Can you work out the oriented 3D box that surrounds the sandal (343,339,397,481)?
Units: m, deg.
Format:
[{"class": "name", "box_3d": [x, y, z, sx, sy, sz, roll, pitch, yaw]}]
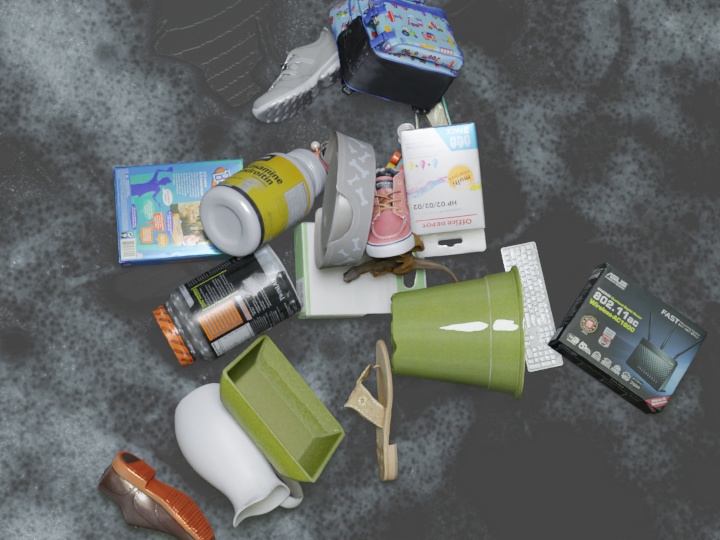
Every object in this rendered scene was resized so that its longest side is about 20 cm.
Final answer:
[{"class": "sandal", "box_3d": [0.010, 0.212, 1.701, 0.069, 0.078, 0.212, -4, 85, -12]}]

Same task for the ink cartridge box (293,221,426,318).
[{"class": "ink cartridge box", "box_3d": [0.000, 0.000, 1.753, 0.199, 0.048, 0.146, 0, 80, -21]}]

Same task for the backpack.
[{"class": "backpack", "box_3d": [0.049, -0.361, 1.745, 0.182, 0.135, 0.200, 10, 49, -31]}]

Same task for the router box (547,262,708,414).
[{"class": "router box", "box_3d": [0.415, 0.107, 1.757, 0.200, 0.062, 0.150, 35, 76, -1]}]

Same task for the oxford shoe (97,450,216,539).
[{"class": "oxford shoe", "box_3d": [-0.298, 0.355, 1.663, 0.200, 0.071, 0.073, 40, 99, 7]}]

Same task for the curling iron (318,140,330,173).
[{"class": "curling iron", "box_3d": [-0.003, -0.112, 1.732, 0.049, 0.026, 0.200, -28, 92, 9]}]

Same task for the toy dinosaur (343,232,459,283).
[{"class": "toy dinosaur", "box_3d": [0.072, -0.013, 1.716, 0.199, 0.106, 0.061, 1, 70, -12]}]

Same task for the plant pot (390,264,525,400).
[{"class": "plant pot", "box_3d": [0.139, 0.092, 1.680, 0.189, 0.200, 0.201, 0, 80, 1]}]

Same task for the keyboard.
[{"class": "keyboard", "box_3d": [0.270, 0.056, 1.784, 0.056, 0.011, 0.201, -11, 81, -7]}]

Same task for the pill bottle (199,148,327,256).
[{"class": "pill bottle", "box_3d": [-0.139, -0.109, 1.692, 0.112, 0.112, 0.200, 47, 45, 4]}]

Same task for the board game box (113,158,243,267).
[{"class": "board game box", "box_3d": [-0.274, -0.089, 1.744, 0.199, 0.045, 0.153, -4, 80, -6]}]

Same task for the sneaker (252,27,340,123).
[{"class": "sneaker", "box_3d": [-0.100, -0.308, 1.791, 0.200, 0.075, 0.082, -40, 79, -21]}]

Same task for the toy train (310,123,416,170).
[{"class": "toy train", "box_3d": [0.014, -0.160, 1.777, 0.199, 0.056, 0.151, -20, 83, -8]}]

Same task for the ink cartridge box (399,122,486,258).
[{"class": "ink cartridge box", "box_3d": [0.128, -0.119, 1.715, 0.115, 0.068, 0.201, -6, 98, 6]}]

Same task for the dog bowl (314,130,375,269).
[{"class": "dog bowl", "box_3d": [-0.023, -0.098, 1.630, 0.058, 0.200, 0.201, 7, 80, -9]}]

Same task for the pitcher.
[{"class": "pitcher", "box_3d": [-0.174, 0.269, 1.658, 0.121, 0.171, 0.200, -43, 65, 14]}]

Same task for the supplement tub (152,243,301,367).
[{"class": "supplement tub", "box_3d": [-0.199, 0.054, 1.686, 0.200, 0.123, 0.123, -28, 84, -8]}]

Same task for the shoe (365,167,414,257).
[{"class": "shoe", "box_3d": [0.036, -0.087, 1.628, 0.071, 0.200, 0.091, -9, 108, 5]}]

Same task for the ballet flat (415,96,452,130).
[{"class": "ballet flat", "box_3d": [0.129, -0.197, 1.795, 0.062, 0.067, 0.200, -19, 73, 3]}]

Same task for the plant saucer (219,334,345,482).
[{"class": "plant saucer", "box_3d": [-0.121, 0.206, 1.639, 0.048, 0.200, 0.200, -39, 92, 18]}]
